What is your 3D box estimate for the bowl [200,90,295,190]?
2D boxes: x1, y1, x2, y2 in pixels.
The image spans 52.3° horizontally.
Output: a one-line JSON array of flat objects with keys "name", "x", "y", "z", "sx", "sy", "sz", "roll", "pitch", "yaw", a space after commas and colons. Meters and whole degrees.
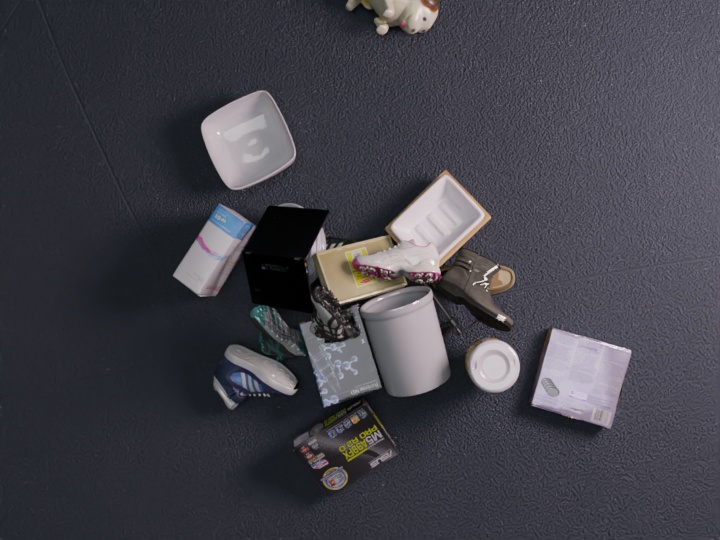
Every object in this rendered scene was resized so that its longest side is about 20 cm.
[{"name": "bowl", "x": -0.264, "y": -0.306, "z": 1.768, "sx": 0.198, "sy": 0.075, "sz": 0.202, "roll": -25, "pitch": 85, "yaw": 3}]

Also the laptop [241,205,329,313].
[{"name": "laptop", "x": -0.159, "y": -0.028, "z": 1.654, "sx": 0.185, "sy": 0.116, "sz": 0.203, "roll": 7, "pitch": 116, "yaw": 35}]

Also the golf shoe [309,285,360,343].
[{"name": "golf shoe", "x": -0.075, "y": 0.107, "z": 1.568, "sx": 0.094, "sy": 0.200, "sz": 0.078, "roll": -24, "pitch": 53, "yaw": 8}]

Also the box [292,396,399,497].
[{"name": "box", "x": -0.034, "y": 0.408, "z": 1.696, "sx": 0.199, "sy": 0.044, "sz": 0.161, "roll": -32, "pitch": 109, "yaw": 3}]

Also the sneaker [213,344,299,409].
[{"name": "sneaker", "x": -0.255, "y": 0.278, "z": 1.736, "sx": 0.198, "sy": 0.081, "sz": 0.148, "roll": 28, "pitch": 114, "yaw": 4}]

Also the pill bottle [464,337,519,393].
[{"name": "pill bottle", "x": 0.288, "y": 0.206, "z": 1.628, "sx": 0.110, "sy": 0.200, "sz": 0.113, "roll": 0, "pitch": 88, "yaw": 6}]

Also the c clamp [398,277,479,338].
[{"name": "c clamp", "x": 0.164, "y": 0.084, "z": 1.704, "sx": 0.200, "sy": 0.027, "sz": 0.171, "roll": 49, "pitch": 124, "yaw": 8}]

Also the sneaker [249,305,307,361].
[{"name": "sneaker", "x": -0.205, "y": 0.157, "z": 1.696, "sx": 0.090, "sy": 0.200, "sz": 0.078, "roll": -25, "pitch": 45, "yaw": 16}]

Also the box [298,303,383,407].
[{"name": "box", "x": -0.041, "y": 0.196, "z": 1.706, "sx": 0.147, "sy": 0.107, "sz": 0.203, "roll": -18, "pitch": 86, "yaw": 3}]

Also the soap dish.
[{"name": "soap dish", "x": 0.180, "y": -0.106, "z": 1.705, "sx": 0.200, "sy": 0.081, "sz": 0.158, "roll": -43, "pitch": 75, "yaw": 3}]

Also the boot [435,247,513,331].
[{"name": "boot", "x": 0.276, "y": 0.035, "z": 1.629, "sx": 0.199, "sy": 0.068, "sz": 0.131, "roll": 33, "pitch": 73, "yaw": 18}]

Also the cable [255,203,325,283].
[{"name": "cable", "x": -0.167, "y": -0.052, "z": 1.716, "sx": 0.200, "sy": 0.069, "sz": 0.201, "roll": 44, "pitch": 105, "yaw": 31}]

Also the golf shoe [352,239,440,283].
[{"name": "golf shoe", "x": 0.081, "y": -0.025, "z": 1.636, "sx": 0.197, "sy": 0.075, "sz": 0.093, "roll": 5, "pitch": 72, "yaw": -1}]

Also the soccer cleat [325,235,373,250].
[{"name": "soccer cleat", "x": -0.063, "y": -0.053, "z": 1.743, "sx": 0.197, "sy": 0.068, "sz": 0.082, "roll": -18, "pitch": 80, "yaw": 6}]

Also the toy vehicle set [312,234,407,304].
[{"name": "toy vehicle set", "x": 0.000, "y": 0.000, "z": 1.667, "sx": 0.198, "sy": 0.026, "sz": 0.126, "roll": -14, "pitch": 80, "yaw": -28}]

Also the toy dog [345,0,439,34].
[{"name": "toy dog", "x": 0.090, "y": -0.637, "z": 1.736, "sx": 0.199, "sy": 0.140, "sz": 0.194, "roll": 40, "pitch": 55, "yaw": 7}]

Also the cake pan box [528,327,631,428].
[{"name": "cake pan box", "x": 0.505, "y": 0.245, "z": 1.682, "sx": 0.197, "sy": 0.052, "sz": 0.187, "roll": 15, "pitch": 91, "yaw": 6}]

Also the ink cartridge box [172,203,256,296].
[{"name": "ink cartridge box", "x": -0.337, "y": -0.044, "z": 1.726, "sx": 0.084, "sy": 0.145, "sz": 0.201, "roll": 32, "pitch": 90, "yaw": 6}]

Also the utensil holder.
[{"name": "utensil holder", "x": 0.106, "y": 0.157, "z": 1.648, "sx": 0.168, "sy": 0.170, "sz": 0.203, "roll": -17, "pitch": 101, "yaw": 4}]

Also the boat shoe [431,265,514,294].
[{"name": "boat shoe", "x": 0.262, "y": 0.022, "z": 1.706, "sx": 0.197, "sy": 0.066, "sz": 0.075, "roll": -4, "pitch": 87, "yaw": 5}]
